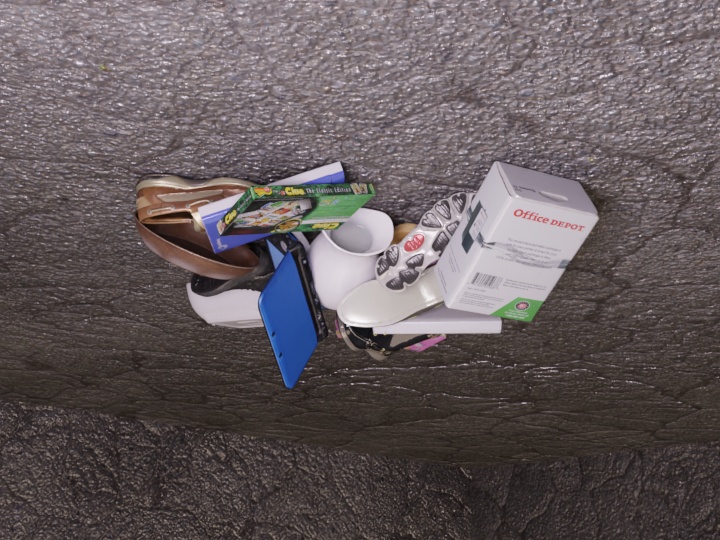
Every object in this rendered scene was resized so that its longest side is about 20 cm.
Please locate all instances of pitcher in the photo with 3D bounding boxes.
[{"bbox_3d":[-0.047,-0.030,1.578,0.170,0.122,0.201,24,151,2],"label":"pitcher"}]

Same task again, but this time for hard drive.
[{"bbox_3d":[-0.118,-0.085,1.413,0.198,0.026,0.132,-19,163,-6],"label":"hard drive"},{"bbox_3d":[0.115,0.068,1.631,0.197,0.027,0.132,-1,-163,-2],"label":"hard drive"}]

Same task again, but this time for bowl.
[{"bbox_3d":[-0.197,0.059,1.857,0.197,0.076,0.200,-6,170,21],"label":"bowl"}]

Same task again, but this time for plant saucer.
[{"bbox_3d":[-0.246,-0.034,1.516,0.198,0.037,0.201,24,-168,-5],"label":"plant saucer"}]

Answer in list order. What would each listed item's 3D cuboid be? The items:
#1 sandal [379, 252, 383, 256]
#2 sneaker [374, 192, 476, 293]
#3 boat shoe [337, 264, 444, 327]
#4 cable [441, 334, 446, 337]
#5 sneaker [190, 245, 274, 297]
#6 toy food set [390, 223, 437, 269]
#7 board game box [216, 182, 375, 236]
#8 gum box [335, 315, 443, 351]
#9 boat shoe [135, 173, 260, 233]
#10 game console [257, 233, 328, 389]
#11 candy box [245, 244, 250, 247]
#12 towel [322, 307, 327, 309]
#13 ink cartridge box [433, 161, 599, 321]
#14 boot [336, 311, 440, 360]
[{"bbox_3d":[0.002,-0.002,1.725,0.200,0.050,0.082,5,162,-13],"label":"sandal"},{"bbox_3d":[0.104,-0.049,1.490,0.199,0.081,0.083,-33,-175,16],"label":"sneaker"},{"bbox_3d":[0.060,0.044,1.560,0.199,0.073,0.060,-17,168,-9],"label":"boat shoe"},{"bbox_3d":[0.101,0.042,1.741,0.097,0.050,0.201,-3,130,52],"label":"cable"},{"bbox_3d":[-0.182,0.012,1.710,0.198,0.061,0.104,-21,148,32],"label":"sneaker"},{"bbox_3d":[0.150,-0.020,1.604,0.198,0.049,0.198,-19,138,31],"label":"toy food set"},{"bbox_3d":[-0.085,-0.082,1.376,0.198,0.024,0.105,-5,154,-40],"label":"board game box"},{"bbox_3d":[0.056,0.101,2.006,0.198,0.067,0.113,11,159,-21],"label":"gum box"},{"bbox_3d":[-0.222,-0.088,1.458,0.197,0.075,0.076,3,162,0],"label":"boat shoe"},{"bbox_3d":[-0.128,0.045,1.559,0.118,0.170,0.201,-31,135,-20],"label":"game console"},{"bbox_3d":[-0.233,-0.026,1.731,0.101,0.027,0.200,-11,158,26],"label":"candy box"},{"bbox_3d":[0.001,0.043,1.835,0.197,0.049,0.112,-4,179,18],"label":"towel"},{"bbox_3d":[0.210,-0.036,1.398,0.145,0.084,0.201,11,128,-23],"label":"ink cartridge box"},{"bbox_3d":[0.057,0.095,1.848,0.152,0.074,0.203,-21,154,19],"label":"boot"}]
